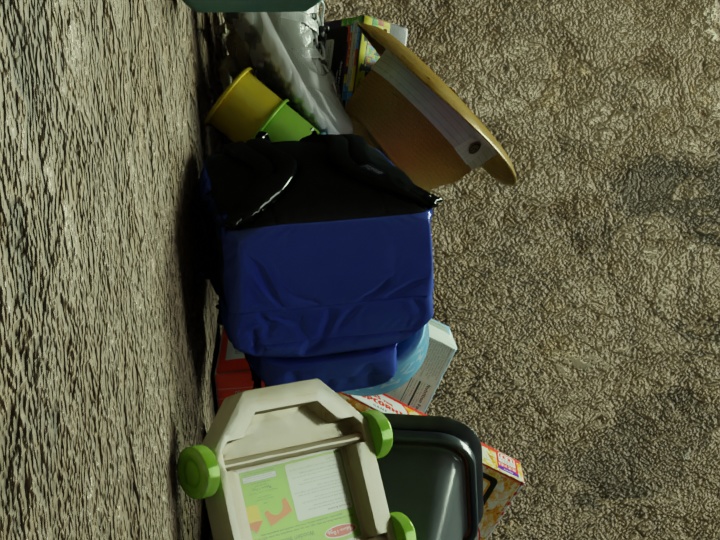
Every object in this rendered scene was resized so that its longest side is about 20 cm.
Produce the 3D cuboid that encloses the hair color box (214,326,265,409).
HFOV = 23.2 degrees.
[{"bbox_3d":[-0.076,0.146,1.419,0.111,0.064,0.201,-92,177,-68],"label":"hair color box"}]

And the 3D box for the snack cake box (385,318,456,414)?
[{"bbox_3d":[-0.007,0.125,1.598,0.201,0.115,0.067,-64,-170,13],"label":"snack cake box"}]

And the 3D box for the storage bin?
[{"bbox_3d":[-0.019,0.197,1.242,0.135,0.199,0.146,-76,166,-49],"label":"storage bin"}]

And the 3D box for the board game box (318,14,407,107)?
[{"bbox_3d":[-0.036,-0.127,1.631,0.165,0.056,0.201,3,-96,56],"label":"board game box"}]

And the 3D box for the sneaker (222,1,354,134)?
[{"bbox_3d":[-0.051,-0.192,1.431,0.201,0.082,0.075,60,-16,-19],"label":"sneaker"}]

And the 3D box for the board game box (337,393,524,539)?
[{"bbox_3d":[0.022,0.197,1.557,0.152,0.199,0.046,-59,-170,16],"label":"board game box"}]

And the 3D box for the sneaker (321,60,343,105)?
[{"bbox_3d":[-0.074,-0.156,1.598,0.116,0.075,0.201,125,-42,-53],"label":"sneaker"}]

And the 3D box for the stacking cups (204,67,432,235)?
[{"bbox_3d":[-0.033,-0.075,1.400,0.200,0.061,0.061,41,-1,1],"label":"stacking cups"}]

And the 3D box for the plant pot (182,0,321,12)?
[{"bbox_3d":[-0.075,-0.267,1.213,0.200,0.140,0.142,105,-17,-69],"label":"plant pot"}]

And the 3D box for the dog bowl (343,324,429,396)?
[{"bbox_3d":[0.000,0.000,1.442,0.050,0.111,0.201,116,-32,-74],"label":"dog bowl"}]

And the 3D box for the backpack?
[{"bbox_3d":[-0.046,-0.012,1.289,0.200,0.162,0.169,-120,-148,-62],"label":"backpack"}]

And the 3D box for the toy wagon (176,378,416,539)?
[{"bbox_3d":[-0.035,0.172,1.112,0.039,0.155,0.201,-21,-101,49],"label":"toy wagon"}]

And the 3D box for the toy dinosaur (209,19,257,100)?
[{"bbox_3d":[-0.100,-0.181,1.517,0.101,0.058,0.201,-95,-179,-63],"label":"toy dinosaur"}]

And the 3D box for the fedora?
[{"bbox_3d":[0.046,-0.121,1.497,0.201,0.082,0.201,45,1,-1],"label":"fedora"}]
